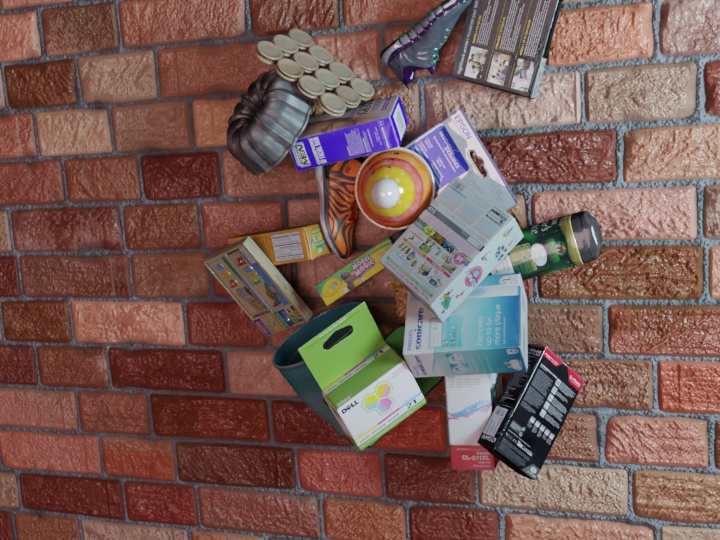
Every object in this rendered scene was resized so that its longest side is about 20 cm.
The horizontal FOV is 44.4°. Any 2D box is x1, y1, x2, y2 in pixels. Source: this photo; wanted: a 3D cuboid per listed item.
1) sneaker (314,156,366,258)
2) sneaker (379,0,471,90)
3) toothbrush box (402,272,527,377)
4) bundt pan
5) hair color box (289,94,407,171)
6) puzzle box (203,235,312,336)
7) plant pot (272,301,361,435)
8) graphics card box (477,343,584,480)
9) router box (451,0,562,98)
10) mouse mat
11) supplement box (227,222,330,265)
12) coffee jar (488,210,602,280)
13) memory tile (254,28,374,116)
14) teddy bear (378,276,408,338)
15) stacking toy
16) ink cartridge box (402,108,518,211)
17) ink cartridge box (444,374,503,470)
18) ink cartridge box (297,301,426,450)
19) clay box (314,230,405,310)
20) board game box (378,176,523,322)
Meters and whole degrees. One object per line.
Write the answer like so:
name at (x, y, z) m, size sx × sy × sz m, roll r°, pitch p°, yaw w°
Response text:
sneaker at (-0.016, -0.126, 1.626) m, size 0.111 × 0.077 × 0.203 m, roll -8°, pitch 98°, yaw 21°
sneaker at (0.130, -0.399, 1.531) m, size 0.199 × 0.074 × 0.088 m, roll -32°, pitch 100°, yaw 36°
toothbrush box at (0.179, 0.093, 1.490) m, size 0.197 × 0.148 × 0.086 m, roll -5°, pitch 143°, yaw 19°
bundt pan at (-0.171, -0.278, 1.584) m, size 0.075 × 0.203 × 0.202 m, roll 32°, pitch 115°, yaw -32°
hair color box at (-0.022, -0.246, 1.580) m, size 0.197 × 0.110 × 0.065 m, roll -12°, pitch 118°, yaw 19°
puzzle box at (-0.197, 0.034, 1.686) m, size 0.132 × 0.026 × 0.201 m, roll -21°, pitch 115°, yaw 42°
plant pot at (-0.033, 0.194, 1.639) m, size 0.198 × 0.200 × 0.189 m, roll -25°, pitch 106°, yaw 21°
graphics card box at (0.297, 0.244, 1.526) m, size 0.125 × 0.051 × 0.202 m, roll 38°, pitch 73°, yaw -31°
router box at (0.252, -0.409, 1.494) m, size 0.147 × 0.051 × 0.203 m, roll 19°, pitch 106°, yaw 16°
mouse mat at (0.045, 0.208, 1.579) m, size 0.200 × 0.008 × 0.161 m, roll -43°, pitch 122°, yaw -6°
supplement box at (-0.156, -0.045, 1.669) m, size 0.198 × 0.066 × 0.070 m, roll -4°, pitch 100°, yaw 35°
coffee jar at (0.315, -0.038, 1.516) m, size 0.198 × 0.104 × 0.086 m, roll -17°, pitch 95°, yaw 20°
memory tile at (-0.081, -0.353, 1.569) m, size 0.199 × 0.153 × 0.017 m, roll 40°, pitch 130°, yaw 7°
teddy bear at (0.107, 0.093, 1.617) m, size 0.143 × 0.067 × 0.203 m, roll 8°, pitch 99°, yaw -21°
stacking toy at (0.053, -0.135, 1.485) m, size 0.144 × 0.200 × 0.148 m, roll 1°, pitch 97°, yaw 6°
ink cartridge box at (0.153, -0.152, 1.583) m, size 0.199 × 0.047 × 0.199 m, roll -32°, pitch 88°, yaw 19°
ink cartridge box at (0.207, 0.236, 1.582) m, size 0.082 × 0.146 × 0.203 m, roll -2°, pitch 100°, yaw 19°
ink cartridge box at (0.003, 0.180, 1.499) m, size 0.147 × 0.076 × 0.201 m, roll -34°, pitch 122°, yaw -10°
clay box at (0.000, 0.000, 1.625) m, size 0.199 × 0.115 × 0.048 m, roll -33°, pitch 89°, yaw 21°
board game box at (0.151, -0.038, 1.482) m, size 0.200 × 0.064 × 0.147 m, roll -46°, pitch 51°, yaw -3°
